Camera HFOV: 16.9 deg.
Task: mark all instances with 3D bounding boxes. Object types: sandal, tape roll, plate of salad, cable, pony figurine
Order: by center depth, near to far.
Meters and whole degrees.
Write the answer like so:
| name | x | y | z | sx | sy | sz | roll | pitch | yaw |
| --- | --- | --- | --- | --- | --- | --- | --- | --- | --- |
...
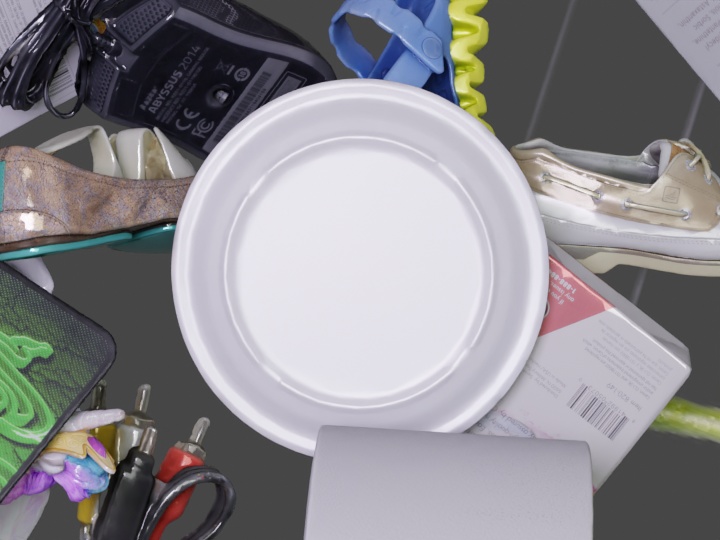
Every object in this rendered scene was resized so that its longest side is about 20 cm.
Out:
| name | x | y | z | sx | sy | sz | roll | pitch | yaw |
| --- | --- | --- | --- | --- | --- | --- | --- | --- | --- |
| tape roll | 0.040 | 0.181 | 1.206 | 0.138 | 0.203 | 0.205 | 4 | 82 | 2 |
| pony figurine | -0.220 | 0.071 | 1.263 | 0.193 | 0.166 | 0.201 | -41 | 61 | 18 |
| plate of salad | 0.000 | 0.000 | 1.275 | 0.198 | 0.048 | 0.202 | 0 | 94 | 2 |
| cable | -0.137 | 0.164 | 1.331 | 0.097 | 0.050 | 0.201 | 21 | 93 | -18 |
| sandal | 0.029 | -0.079 | 1.340 | 0.086 | 0.079 | 0.202 | 3 | 67 | -30 |

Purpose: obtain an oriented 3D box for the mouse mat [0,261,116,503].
| name | x | y | z | sx | sy | sz | roll | pitch | yaw |
| --- | --- | --- | --- | --- | --- | --- | --- | --- | --- |
| mouse mat | -0.242 | 0.045 | 1.207 | 0.199 | 0.008 | 0.161 | 32 | 69 | 16 |

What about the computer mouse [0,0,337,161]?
| name | x | y | z | sx | sy | sz | roll | pitch | yaw |
| --- | --- | --- | --- | --- | --- | --- | --- | --- | --- |
| computer mouse | -0.095 | -0.121 | 1.318 | 0.199 | 0.053 | 0.139 | 25 | 116 | -40 |

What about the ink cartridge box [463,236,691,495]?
| name | x | y | z | sx | sy | sz | roll | pitch | yaw |
| --- | --- | --- | --- | --- | --- | --- | --- | --- | --- |
| ink cartridge box | 0.076 | 0.091 | 1.326 | 0.116 | 0.068 | 0.200 | 38 | 100 | -1 |

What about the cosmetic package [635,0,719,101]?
| name | x | y | z | sx | sy | sz | roll | pitch | yaw |
| --- | --- | --- | --- | --- | --- | --- | --- | --- | --- |
| cosmetic package | 0.285 | -0.166 | 1.328 | 0.200 | 0.166 | 0.167 | 50 | 55 | 1 |

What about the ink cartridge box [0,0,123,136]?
| name | x | y | z | sx | sy | sz | roll | pitch | yaw |
| --- | --- | --- | --- | --- | --- | --- | --- | --- | --- |
| ink cartridge box | -0.188 | -0.153 | 1.299 | 0.199 | 0.137 | 0.077 | -29 | 55 | -10 |

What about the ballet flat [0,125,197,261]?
| name | x | y | z | sx | sy | sz | roll | pitch | yaw |
| --- | --- | --- | --- | --- | --- | --- | --- | --- | --- |
| ballet flat | -0.126 | -0.043 | 1.279 | 0.068 | 0.200 | 0.068 | -11 | 87 | 26 |

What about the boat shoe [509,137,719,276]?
| name | x | y | z | sx | sy | sz | roll | pitch | yaw |
| --- | --- | --- | --- | --- | --- | --- | --- | --- | --- |
| boat shoe | 0.175 | -0.038 | 1.362 | 0.198 | 0.075 | 0.069 | -1 | 106 | -7 |
